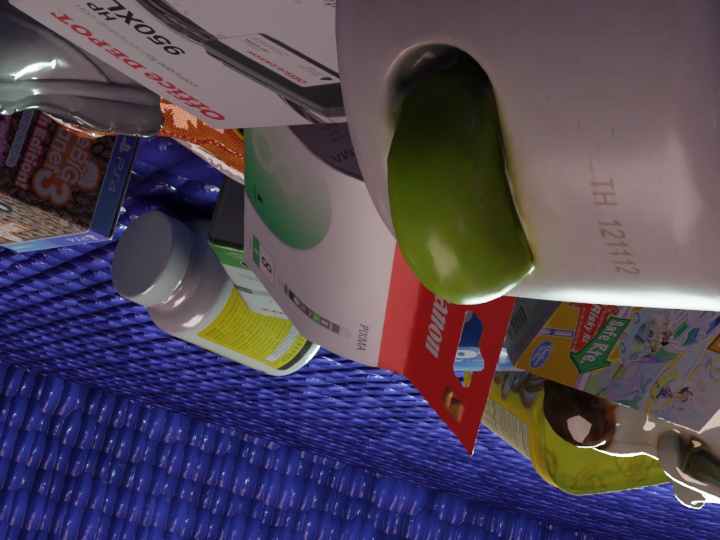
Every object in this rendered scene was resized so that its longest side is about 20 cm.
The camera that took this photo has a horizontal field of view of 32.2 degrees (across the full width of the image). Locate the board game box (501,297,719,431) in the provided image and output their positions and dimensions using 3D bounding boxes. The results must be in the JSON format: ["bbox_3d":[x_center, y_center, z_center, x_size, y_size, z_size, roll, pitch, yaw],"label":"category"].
[{"bbox_3d":[0.180,-0.013,0.638,0.134,0.034,0.201,19,121,-25],"label":"board game box"}]

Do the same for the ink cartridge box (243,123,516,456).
[{"bbox_3d":[0.000,0.000,0.713,0.050,0.200,0.162,-23,146,-23],"label":"ink cartridge box"}]

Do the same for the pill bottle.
[{"bbox_3d":[-0.129,0.019,1.154,0.111,0.112,0.199,0,161,42],"label":"pill bottle"}]

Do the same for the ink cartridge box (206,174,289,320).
[{"bbox_3d":[-0.027,-0.015,0.983,0.145,0.084,0.200,11,165,6],"label":"ink cartridge box"}]

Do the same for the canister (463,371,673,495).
[{"bbox_3d":[0.180,0.109,1.028,0.147,0.087,0.200,-7,-171,-13],"label":"canister"}]

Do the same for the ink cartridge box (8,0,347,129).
[{"bbox_3d":[-0.033,-0.130,0.545,0.199,0.085,0.144,2,162,39],"label":"ink cartridge box"}]

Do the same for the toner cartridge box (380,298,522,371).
[{"bbox_3d":[0.108,0.046,0.913,0.198,0.044,0.095,-1,166,8],"label":"toner cartridge box"}]

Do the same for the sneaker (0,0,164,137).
[{"bbox_3d":[-0.177,-0.122,0.638,0.074,0.088,0.199,19,-169,31],"label":"sneaker"}]

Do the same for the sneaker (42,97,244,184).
[{"bbox_3d":[-0.114,-0.112,0.760,0.199,0.074,0.077,13,152,-27],"label":"sneaker"}]

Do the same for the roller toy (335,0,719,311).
[{"bbox_3d":[0.091,-0.083,0.417,0.139,0.202,0.182,4,176,31],"label":"roller toy"}]

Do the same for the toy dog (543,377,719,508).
[{"bbox_3d":[0.211,0.071,0.775,0.198,0.141,0.194,-3,146,26],"label":"toy dog"}]

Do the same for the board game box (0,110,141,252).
[{"bbox_3d":[-0.285,-0.096,0.888,0.199,0.098,0.159,24,162,-35],"label":"board game box"}]
